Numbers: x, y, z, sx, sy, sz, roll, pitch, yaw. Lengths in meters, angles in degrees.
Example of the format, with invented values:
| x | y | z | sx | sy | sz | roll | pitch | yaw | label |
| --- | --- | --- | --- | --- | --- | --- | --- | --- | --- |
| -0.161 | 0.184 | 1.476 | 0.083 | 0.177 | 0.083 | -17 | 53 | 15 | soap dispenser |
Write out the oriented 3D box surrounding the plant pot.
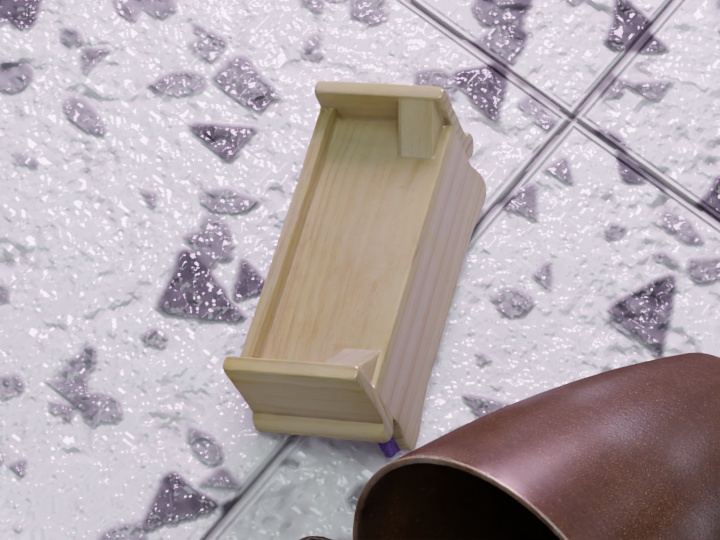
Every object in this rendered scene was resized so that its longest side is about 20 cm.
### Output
| x | y | z | sx | sy | sz | roll | pitch | yaw | label |
| --- | --- | --- | --- | --- | --- | --- | --- | --- | --- |
| 0.130 | 0.129 | 1.383 | 0.187 | 0.187 | 0.200 | 44 | 52 | 15 | plant pot |

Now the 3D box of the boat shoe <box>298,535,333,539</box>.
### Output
| x | y | z | sx | sy | sz | roll | pitch | yaw | label |
| --- | --- | --- | --- | --- | --- | --- | --- | --- | --- |
| -0.034 | 0.225 | 1.362 | 0.070 | 0.070 | 0.201 | 11 | 62 | 0 | boat shoe |

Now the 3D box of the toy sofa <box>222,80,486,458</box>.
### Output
| x | y | z | sx | sy | sz | roll | pitch | yaw | label |
| --- | --- | --- | --- | --- | --- | --- | --- | --- | --- |
| 0.000 | 0.000 | 1.481 | 0.082 | 0.098 | 0.201 | 4 | 60 | 23 | toy sofa |
